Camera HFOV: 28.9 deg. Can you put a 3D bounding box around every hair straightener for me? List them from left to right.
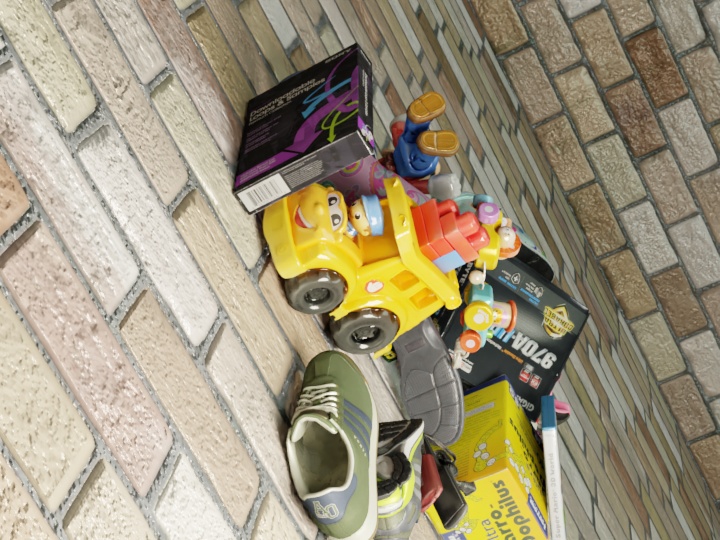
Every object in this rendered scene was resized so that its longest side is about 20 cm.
[{"bbox_3d":[0.080,0.215,1.449,0.077,0.041,0.200,37,6,-17],"label":"hair straightener"}]

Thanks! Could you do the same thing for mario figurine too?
[{"bbox_3d":[0.080,-0.144,1.718,0.200,0.106,0.124,124,-14,-66],"label":"mario figurine"}]

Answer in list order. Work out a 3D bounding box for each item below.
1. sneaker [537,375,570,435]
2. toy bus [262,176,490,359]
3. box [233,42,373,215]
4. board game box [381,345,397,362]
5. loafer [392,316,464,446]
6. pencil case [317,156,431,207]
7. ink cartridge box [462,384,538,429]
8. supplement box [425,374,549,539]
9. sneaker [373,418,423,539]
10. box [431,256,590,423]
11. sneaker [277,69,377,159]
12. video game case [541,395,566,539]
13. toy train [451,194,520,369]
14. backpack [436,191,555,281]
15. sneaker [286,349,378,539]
[{"bbox_3d":[0.243,0.152,2.045,0.201,0.095,0.079,60,18,-13],"label":"sneaker"},{"bbox_3d":[0.024,-0.027,1.412,0.200,0.191,0.136,42,30,-44],"label":"toy bus"},{"bbox_3d":[-0.056,-0.149,1.425,0.036,0.143,0.200,56,18,-28],"label":"box"},{"bbox_3d":[0.000,0.000,1.609,0.105,0.023,0.201,49,23,-48],"label":"board game box"},{"bbox_3d":[0.072,0.095,1.557,0.201,0.072,0.063,69,19,-4],"label":"loafer"},{"bbox_3d":[0.024,-0.071,1.556,0.200,0.088,0.087,39,18,0],"label":"pencil case"},{"bbox_3d":[0.177,0.179,1.839,0.117,0.067,0.200,64,17,-6],"label":"ink cartridge box"},{"bbox_3d":[0.141,0.227,1.578,0.109,0.109,0.200,60,18,-20],"label":"supplement box"},{"bbox_3d":[0.027,0.204,1.350,0.200,0.074,0.081,-65,147,-70],"label":"sneaker"},{"bbox_3d":[0.172,0.072,1.683,0.200,0.159,0.046,33,-9,-35],"label":"box"},{"bbox_3d":[-0.031,-0.165,1.656,0.200,0.074,0.083,44,29,-50],"label":"sneaker"},{"bbox_3d":[0.223,0.257,1.595,0.143,0.018,0.201,-54,138,-79],"label":"video game case"},{"bbox_3d":[0.140,0.005,1.500,0.150,0.055,0.201,95,3,-74],"label":"toy train"},{"bbox_3d":[0.129,-0.005,1.764,0.151,0.178,0.200,49,9,36],"label":"backpack"},{"bbox_3d":[-0.028,0.140,1.232,0.090,0.067,0.201,55,21,-49],"label":"sneaker"}]
